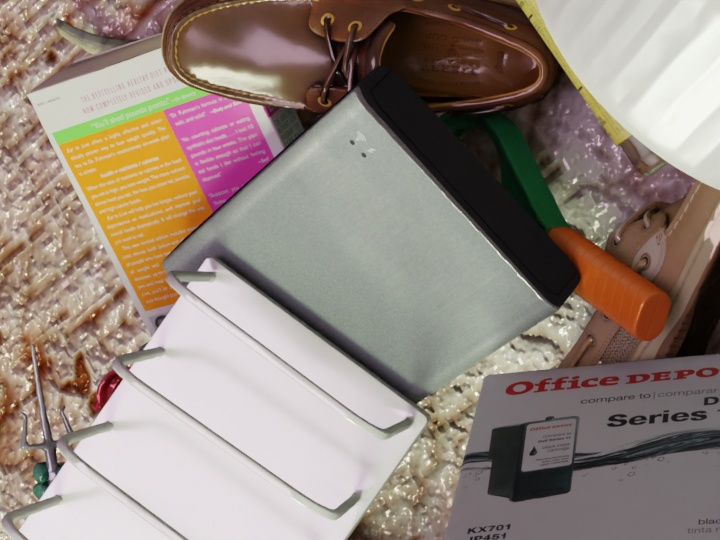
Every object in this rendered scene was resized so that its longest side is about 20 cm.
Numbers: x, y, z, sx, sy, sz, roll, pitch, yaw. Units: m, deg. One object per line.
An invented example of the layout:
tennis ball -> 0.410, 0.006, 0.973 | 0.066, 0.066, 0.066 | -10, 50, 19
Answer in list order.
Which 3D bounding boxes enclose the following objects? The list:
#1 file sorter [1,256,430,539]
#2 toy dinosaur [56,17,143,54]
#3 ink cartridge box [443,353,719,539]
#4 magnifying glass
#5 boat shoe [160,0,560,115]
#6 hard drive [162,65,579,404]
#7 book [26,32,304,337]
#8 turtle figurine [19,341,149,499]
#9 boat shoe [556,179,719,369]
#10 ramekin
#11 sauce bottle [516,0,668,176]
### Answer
file sorter -> -0.084, 0.114, 1.100 | 0.138, 0.125, 0.200 | 36, 94, 7
toy dinosaur -> -0.092, -0.099, 1.264 | 0.199, 0.047, 0.089 | 2, 97, 41
ink cartridge box -> 0.116, 0.122, 1.008 | 0.146, 0.200, 0.084 | -6, 116, 13
magnifying glass -> 0.085, -0.019, 1.121 | 0.200, 0.022, 0.080 | 41, 120, 52
boat shoe -> 0.001, -0.110, 1.125 | 0.199, 0.068, 0.073 | 2, 107, -1
hard drive -> 0.000, 0.000, 1.134 | 0.140, 0.033, 0.200 | 46, 140, -5
book -> -0.075, -0.029, 1.223 | 0.133, 0.048, 0.201 | -13, 110, 34
turtle figurine -> -0.086, 0.107, 1.228 | 0.149, 0.101, 0.201 | -25, 92, 20
boat shoe -> 0.145, 0.000, 1.097 | 0.064, 0.071, 0.201 | 36, 116, 24
ramekin -> 0.168, -0.124, 0.994 | 0.201, 0.200, 0.098 | 53, 128, 17
sauce bottle -> 0.103, -0.143, 1.091 | 0.065, 0.065, 0.201 | -34, 89, 32
